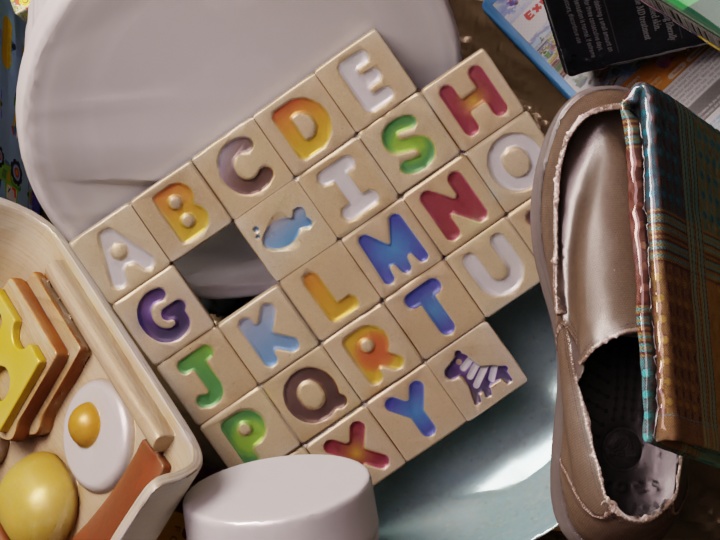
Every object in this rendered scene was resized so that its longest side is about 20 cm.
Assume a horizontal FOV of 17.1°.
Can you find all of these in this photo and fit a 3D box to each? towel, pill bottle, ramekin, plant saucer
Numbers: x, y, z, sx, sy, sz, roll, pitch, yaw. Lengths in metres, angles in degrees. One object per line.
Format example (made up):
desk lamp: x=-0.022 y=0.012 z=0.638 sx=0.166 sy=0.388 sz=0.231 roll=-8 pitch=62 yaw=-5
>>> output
towel: x=0.152 y=0.013 z=1.000 sx=0.022 sy=0.200 sz=0.147 roll=-9 pitch=77 yaw=26
pill bottle: x=-0.022 y=0.187 z=1.036 sx=0.111 sy=0.111 sz=0.201 roll=-2 pitch=106 yaw=22
ramekin: x=-0.061 y=-0.095 z=1.077 sx=0.202 sy=0.202 sz=0.094 roll=-35 pitch=35 yaw=7
plant saucer: x=0.046 y=0.040 z=1.099 sx=0.200 sy=0.039 sz=0.202 roll=-7 pitch=69 yaw=20

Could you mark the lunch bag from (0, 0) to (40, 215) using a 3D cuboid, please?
lunch bag: x=-0.223 y=-0.123 z=1.261 sx=0.094 sy=0.151 sz=0.201 roll=2 pitch=72 yaw=23

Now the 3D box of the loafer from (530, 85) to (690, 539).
loafer: x=0.117 y=0.020 z=1.003 sx=0.073 sy=0.071 sz=0.201 roll=-3 pitch=86 yaw=-9

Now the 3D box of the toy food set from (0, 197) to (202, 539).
toy food set: x=-0.158 y=0.080 z=1.070 sx=0.144 sy=0.060 sz=0.200 roll=-57 pitch=48 yaw=24

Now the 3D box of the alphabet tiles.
alphabet tiles: x=0.000 y=0.000 z=1.050 sx=0.200 sy=0.008 sz=0.167 roll=-34 pitch=99 yaw=8

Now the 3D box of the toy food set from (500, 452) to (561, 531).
toy food set: x=0.057 y=0.033 z=1.147 sx=0.197 sy=0.049 sz=0.201 roll=-6 pitch=70 yaw=21

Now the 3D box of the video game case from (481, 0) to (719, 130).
video game case: x=0.171 y=-0.114 z=1.171 sx=0.143 sy=0.018 sz=0.200 roll=-43 pitch=61 yaw=4

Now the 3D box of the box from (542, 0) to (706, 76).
box: x=0.168 y=-0.222 z=1.135 sx=0.196 sy=0.124 sz=0.201 roll=-12 pitch=63 yaw=8

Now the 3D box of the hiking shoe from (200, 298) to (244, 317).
hiking shoe: x=-0.031 y=-0.068 z=1.204 sx=0.086 sy=0.074 sz=0.201 roll=16 pitch=96 yaw=-11

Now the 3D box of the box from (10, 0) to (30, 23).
box: x=-0.101 y=-0.234 z=1.269 sx=0.199 sy=0.122 sz=0.193 roll=-30 pitch=64 yaw=10

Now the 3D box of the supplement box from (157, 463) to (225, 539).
supplement box: x=-0.143 y=0.135 z=1.170 sx=0.199 sy=0.086 sz=0.111 roll=13 pitch=76 yaw=26

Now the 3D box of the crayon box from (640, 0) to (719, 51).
crayon box: x=0.132 y=-0.212 z=1.018 sx=0.200 sy=0.058 sz=0.173 roll=34 pitch=94 yaw=11
